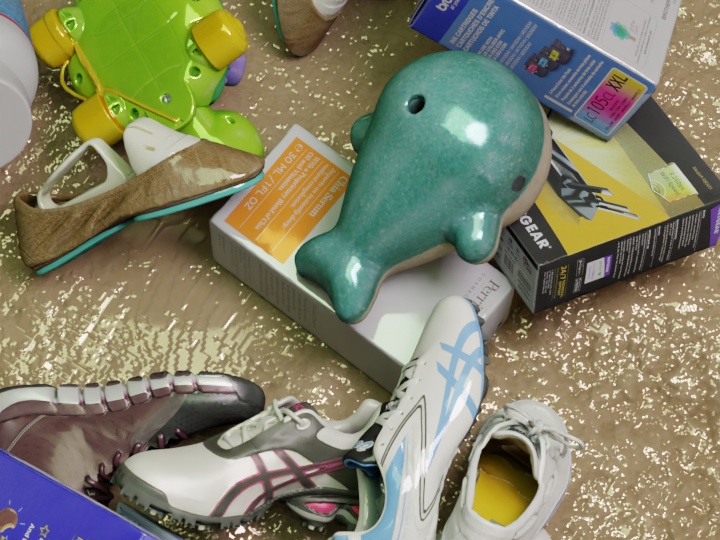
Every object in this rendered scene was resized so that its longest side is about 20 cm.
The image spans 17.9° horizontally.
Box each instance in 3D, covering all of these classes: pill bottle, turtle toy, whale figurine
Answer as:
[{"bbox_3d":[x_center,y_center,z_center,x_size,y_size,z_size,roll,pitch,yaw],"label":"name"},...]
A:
[{"bbox_3d":[-0.287,-0.158,1.620,0.108,0.109,0.201,-15,41,-7],"label":"pill bottle"},{"bbox_3d":[-0.139,-0.141,1.657,0.145,0.101,0.201,-32,72,11],"label":"turtle toy"},{"bbox_3d":[0.033,-0.061,1.532,0.200,0.104,0.159,-44,52,2],"label":"whale figurine"}]

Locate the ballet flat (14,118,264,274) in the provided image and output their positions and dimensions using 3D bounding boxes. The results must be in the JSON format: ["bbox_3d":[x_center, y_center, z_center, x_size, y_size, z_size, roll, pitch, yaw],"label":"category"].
[{"bbox_3d":[-0.163,-0.062,1.593,0.199,0.068,0.073,-21,97,27],"label":"ballet flat"}]

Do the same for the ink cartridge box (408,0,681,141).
[{"bbox_3d":[0.120,-0.200,1.597,0.199,0.076,0.137,31,47,-10],"label":"ink cartridge box"}]

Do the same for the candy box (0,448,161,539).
[{"bbox_3d":[-0.227,0.213,1.465,0.199,0.077,0.170,24,84,34],"label":"candy box"}]

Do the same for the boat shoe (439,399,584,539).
[{"bbox_3d":[0.102,0.125,1.509,0.074,0.087,0.202,26,33,9],"label":"boat shoe"}]

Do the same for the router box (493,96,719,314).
[{"bbox_3d":[0.143,-0.077,1.621,0.156,0.052,0.201,-20,51,-19],"label":"router box"}]

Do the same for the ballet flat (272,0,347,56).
[{"bbox_3d":[-0.026,-0.249,1.664,0.072,0.202,0.068,13,24,32],"label":"ballet flat"}]

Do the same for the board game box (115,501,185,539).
[{"bbox_3d":[-0.105,0.248,1.478,0.198,0.062,0.202,-9,65,21],"label":"board game box"}]

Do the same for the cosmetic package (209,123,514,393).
[{"bbox_3d":[0.000,0.000,1.616,0.199,0.071,0.102,36,71,12],"label":"cosmetic package"}]

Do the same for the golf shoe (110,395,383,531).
[{"bbox_3d":[-0.071,0.123,1.521,0.198,0.077,0.089,3,107,-31],"label":"golf shoe"}]

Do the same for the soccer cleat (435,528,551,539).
[{"bbox_3d":[0.037,0.214,1.530,0.198,0.069,0.078,-10,70,-8],"label":"soccer cleat"}]

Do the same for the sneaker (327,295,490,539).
[{"bbox_3d":[0.033,0.104,1.497,0.072,0.072,0.202,23,69,-16],"label":"sneaker"}]

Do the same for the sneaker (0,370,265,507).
[{"bbox_3d":[-0.160,0.135,1.563,0.198,0.076,0.117,-6,72,8],"label":"sneaker"}]
